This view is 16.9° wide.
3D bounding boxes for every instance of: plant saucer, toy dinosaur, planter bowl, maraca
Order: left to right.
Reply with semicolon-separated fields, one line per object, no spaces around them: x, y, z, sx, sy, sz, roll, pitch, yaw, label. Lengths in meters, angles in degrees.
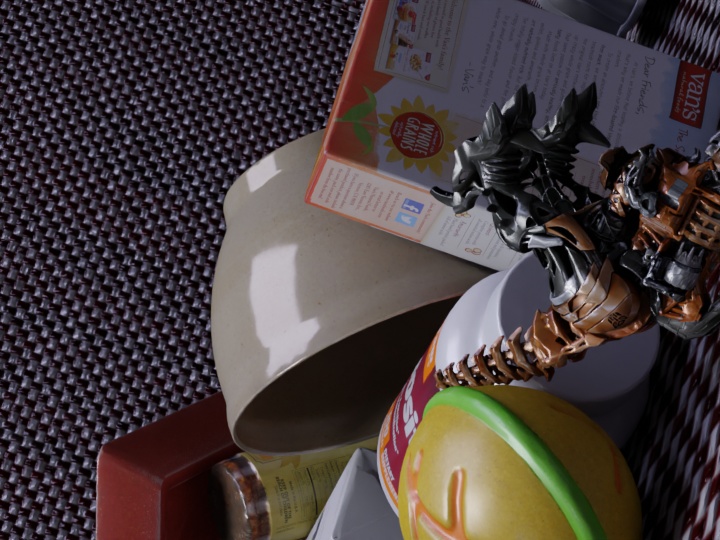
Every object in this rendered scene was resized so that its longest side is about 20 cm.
-0.110;0.191;1.556;0.200;0.037;0.201;-21;-65;-66;plant saucer
0.000;0.000;1.364;0.200;0.199;0.135;118;134;-61;planter bowl
0.072;0.123;1.151;0.107;0.137;0.200;-31;-16;-17;maraca
0.106;-0.013;1.113;0.200;0.136;0.102;-38;-13;3;toy dinosaur

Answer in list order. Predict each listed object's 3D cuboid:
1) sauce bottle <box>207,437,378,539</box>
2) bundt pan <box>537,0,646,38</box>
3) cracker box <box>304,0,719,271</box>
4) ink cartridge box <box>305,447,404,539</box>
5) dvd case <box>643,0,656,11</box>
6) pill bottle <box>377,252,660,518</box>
0.002;0.128;1.546;0.066;0.199;0.066;34;130;52;sauce bottle
0.169;-0.253;1.614;0.202;0.076;0.203;-160;90;-86;bundt pan
0.084;-0.069;1.281;0.058;0.199;0.134;115;173;-59;cracker box
0.020;0.194;1.468;0.200;0.115;0.068;115;173;-57;ink cartridge box
0.225;-0.263;1.565;0.200;0.017;0.143;127;163;-74;dvd case
0.083;0.068;1.263;0.200;0.113;0.113;118;171;-60;pill bottle
